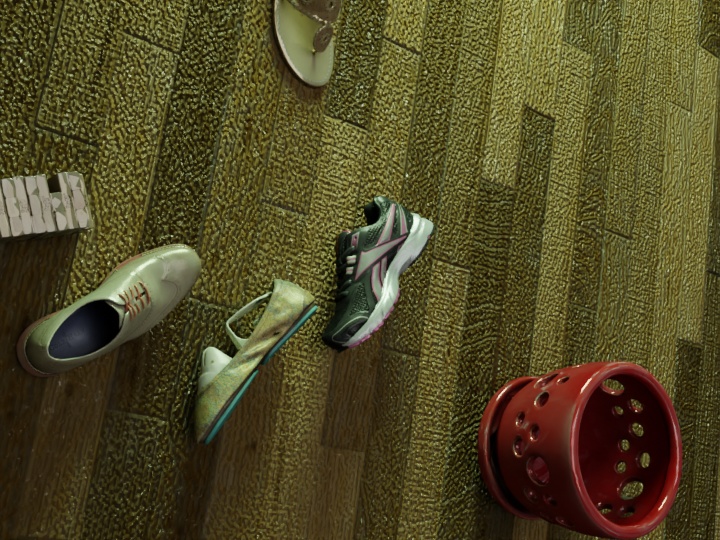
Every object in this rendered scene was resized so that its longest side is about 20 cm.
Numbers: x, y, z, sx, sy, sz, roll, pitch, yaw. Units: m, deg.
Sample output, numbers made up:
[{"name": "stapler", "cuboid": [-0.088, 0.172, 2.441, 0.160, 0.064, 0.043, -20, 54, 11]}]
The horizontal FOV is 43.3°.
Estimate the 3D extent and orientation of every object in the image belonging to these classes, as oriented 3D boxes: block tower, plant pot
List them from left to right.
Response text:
[{"name": "block tower", "cuboid": [-0.338, -0.049, 0.795, 0.200, 0.054, 0.058, -13, 91, -36]}, {"name": "plant pot", "cuboid": [0.257, 0.212, 1.100, 0.200, 0.182, 0.201, 4, 82, -35]}]

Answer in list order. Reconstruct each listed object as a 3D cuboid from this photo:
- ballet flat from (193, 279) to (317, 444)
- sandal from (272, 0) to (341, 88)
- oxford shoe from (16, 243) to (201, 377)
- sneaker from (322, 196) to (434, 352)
[{"name": "ballet flat", "cuboid": [-0.123, 0.086, 0.933, 0.071, 0.071, 0.200, 50, 60, -20]}, {"name": "sandal", "cuboid": [-0.054, -0.319, 1.021, 0.077, 0.070, 0.212, -6, 88, -36]}, {"name": "oxford shoe", "cuboid": [-0.222, 0.037, 0.855, 0.200, 0.074, 0.071, -40, 107, -32]}, {"name": "sneaker", "cuboid": [0.000, 0.000, 1.021, 0.086, 0.080, 0.200, 37, 56, -12]}]
